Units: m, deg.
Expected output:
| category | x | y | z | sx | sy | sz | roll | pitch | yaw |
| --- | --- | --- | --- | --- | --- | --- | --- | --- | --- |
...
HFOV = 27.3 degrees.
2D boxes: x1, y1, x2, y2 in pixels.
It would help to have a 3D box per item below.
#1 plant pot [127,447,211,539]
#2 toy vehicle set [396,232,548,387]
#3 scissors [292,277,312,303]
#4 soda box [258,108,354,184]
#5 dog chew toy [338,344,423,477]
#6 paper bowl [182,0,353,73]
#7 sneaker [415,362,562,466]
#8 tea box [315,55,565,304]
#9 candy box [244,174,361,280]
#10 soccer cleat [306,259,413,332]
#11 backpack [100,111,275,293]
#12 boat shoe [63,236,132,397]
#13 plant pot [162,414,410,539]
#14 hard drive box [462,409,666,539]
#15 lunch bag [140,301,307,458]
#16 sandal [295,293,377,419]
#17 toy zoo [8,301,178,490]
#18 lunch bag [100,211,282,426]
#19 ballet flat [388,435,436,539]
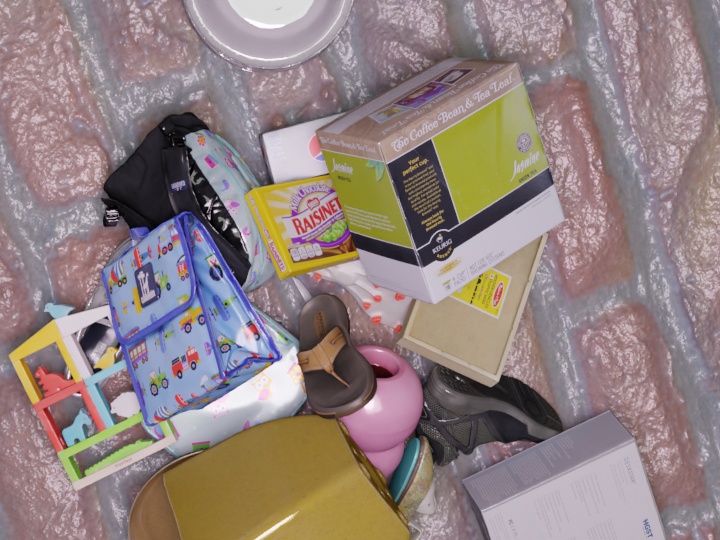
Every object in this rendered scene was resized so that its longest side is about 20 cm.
| category | x | y | z | sx | sy | sz | roll | pitch | yaw |
| --- | --- | --- | --- | --- | --- | --- | --- | --- | --- |
| plant pot | -0.165 | 0.276 | 1.681 | 0.198 | 0.028 | 0.202 | -6 | 121 | -10 |
| toy vehicle set | 0.132 | 0.019 | 1.721 | 0.123 | 0.027 | 0.201 | 26 | 66 | -8 |
| scissors | -0.025 | 0.097 | 1.751 | 0.200 | 0.014 | 0.073 | 41 | 90 | -9 |
| soda box | -0.015 | -0.152 | 1.711 | 0.198 | 0.068 | 0.064 | -15 | 96 | -6 |
| dog chew toy | 0.001 | 0.186 | 1.697 | 0.123 | 0.125 | 0.202 | 7 | 122 | -7 |
| paper bowl | -0.104 | -0.328 | 1.673 | 0.198 | 0.104 | 0.203 | 0 | 93 | -6 |
| sneaker | 0.140 | 0.180 | 1.753 | 0.198 | 0.077 | 0.115 | 15 | 127 | -31 |
| tea box | 0.089 | -0.103 | 1.620 | 0.199 | 0.133 | 0.198 | -31 | 116 | -25 |
| candy box | -0.035 | -0.056 | 1.664 | 0.199 | 0.026 | 0.103 | -15 | 75 | -47 |
| soccer cleat | 0.000 | 0.000 | 1.726 | 0.199 | 0.078 | 0.069 | 31 | 126 | -21 |
| backpack | -0.174 | -0.061 | 1.651 | 0.201 | 0.126 | 0.167 | 51 | 130 | 5 |
| boat shoe | -0.279 | 0.055 | 1.691 | 0.073 | 0.065 | 0.202 | 21 | 91 | -8 |
| plant pot | -0.065 | 0.271 | 1.583 | 0.199 | 0.196 | 0.195 | -35 | 121 | 1 |
| hard drive box | 0.240 | 0.282 | 1.743 | 0.198 | 0.077 | 0.157 | -23 | 115 | -5 |
| lunch bag | -0.151 | 0.132 | 1.706 | 0.160 | 0.077 | 0.201 | 39 | 88 | -6 |
| sandal | -0.037 | 0.086 | 1.622 | 0.081 | 0.201 | 0.055 | -30 | 129 | 13 |
| toy zoo | -0.303 | 0.127 | 1.652 | 0.130 | 0.020 | 0.201 | -26 | 93 | 3 |
| lunch bag | -0.195 | 0.042 | 1.596 | 0.094 | 0.150 | 0.201 | -15 | 76 | -48 |
| ballet flat | 0.050 | 0.281 | 1.729 | 0.070 | 0.071 | 0.201 | 25 | 110 | -8 |
